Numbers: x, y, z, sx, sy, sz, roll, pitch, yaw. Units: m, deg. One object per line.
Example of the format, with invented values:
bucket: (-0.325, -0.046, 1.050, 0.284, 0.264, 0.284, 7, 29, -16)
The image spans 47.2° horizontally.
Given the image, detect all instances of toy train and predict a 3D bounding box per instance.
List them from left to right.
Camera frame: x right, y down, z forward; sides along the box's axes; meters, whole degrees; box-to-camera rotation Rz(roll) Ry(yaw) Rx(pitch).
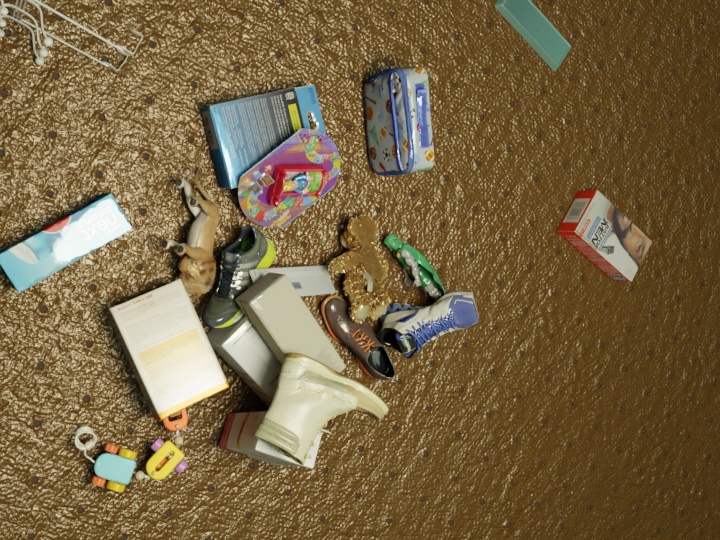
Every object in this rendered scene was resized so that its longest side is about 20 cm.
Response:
toy train: (-0.370, 0.285, 1.390, 0.200, 0.056, 0.151, -19, 88, -19)

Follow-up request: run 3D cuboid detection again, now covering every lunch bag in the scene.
lunch bag: (0.071, -0.275, 1.503, 0.075, 0.160, 0.200, -11, 100, -26)

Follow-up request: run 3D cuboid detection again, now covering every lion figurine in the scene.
lion figurine: (-0.272, -0.062, 1.396, 0.122, 0.072, 0.200, 35, 69, -59)

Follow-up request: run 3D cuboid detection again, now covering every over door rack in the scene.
over door rack: (-0.445, -0.346, 1.247, 0.200, 0.148, 0.067, 14, 86, -26)

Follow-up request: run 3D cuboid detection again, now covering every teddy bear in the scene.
teddy bear: (0.000, 0.000, 1.535, 0.145, 0.067, 0.200, -30, 105, -38)

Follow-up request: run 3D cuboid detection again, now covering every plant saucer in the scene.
plant saucer: (0.363, -0.506, 1.710, 0.200, 0.019, 0.070, 39, 77, -23)

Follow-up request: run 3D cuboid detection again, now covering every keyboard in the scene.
keyboard: (-0.116, 0.020, 1.457, 0.200, 0.011, 0.056, -4, 72, -53)

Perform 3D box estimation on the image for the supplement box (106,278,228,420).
supplement box: (-0.320, 0.131, 1.364, 0.126, 0.074, 0.200, -24, 89, -23)

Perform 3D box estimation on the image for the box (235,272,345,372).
box: (-0.114, 0.105, 1.365, 0.082, 0.068, 0.200, -39, 111, -22)

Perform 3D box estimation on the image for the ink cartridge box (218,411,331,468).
ink cartridge box: (-0.148, 0.290, 1.411, 0.116, 0.200, 0.068, 24, 69, -26)

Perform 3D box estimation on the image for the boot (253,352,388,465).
boot: (-0.061, 0.238, 1.314, 0.200, 0.072, 0.155, 31, 69, -23)

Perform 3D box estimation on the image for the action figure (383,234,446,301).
action figure: (0.114, 0.009, 1.590, 0.055, 0.118, 0.200, -41, 102, -9)

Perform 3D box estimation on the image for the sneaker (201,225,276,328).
sneaker: (-0.218, 0.007, 1.403, 0.200, 0.074, 0.081, -66, 150, -27)

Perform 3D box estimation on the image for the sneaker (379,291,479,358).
sneaker: (0.119, 0.111, 1.526, 0.115, 0.199, 0.081, -66, 139, -55)

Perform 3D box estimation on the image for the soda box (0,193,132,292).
soda box: (-0.470, -0.046, 1.305, 0.200, 0.064, 0.068, -34, 108, -21)

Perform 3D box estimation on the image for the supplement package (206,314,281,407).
supplement package: (-0.159, 0.156, 1.449, 0.114, 0.109, 0.200, -45, 111, -18)

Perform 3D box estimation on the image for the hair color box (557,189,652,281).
hair color box: (0.536, -0.075, 1.805, 0.200, 0.064, 0.111, 36, 77, -25)

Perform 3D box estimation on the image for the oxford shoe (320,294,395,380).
oxford shoe: (0.002, 0.125, 1.548, 0.071, 0.073, 0.200, -45, 111, -16)

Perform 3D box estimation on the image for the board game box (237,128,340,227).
board game box: (-0.112, -0.147, 1.433, 0.200, 0.039, 0.158, -38, 141, -2)

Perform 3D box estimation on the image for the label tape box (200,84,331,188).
label tape box: (-0.164, -0.236, 1.444, 0.200, 0.066, 0.144, -19, 103, -27)
